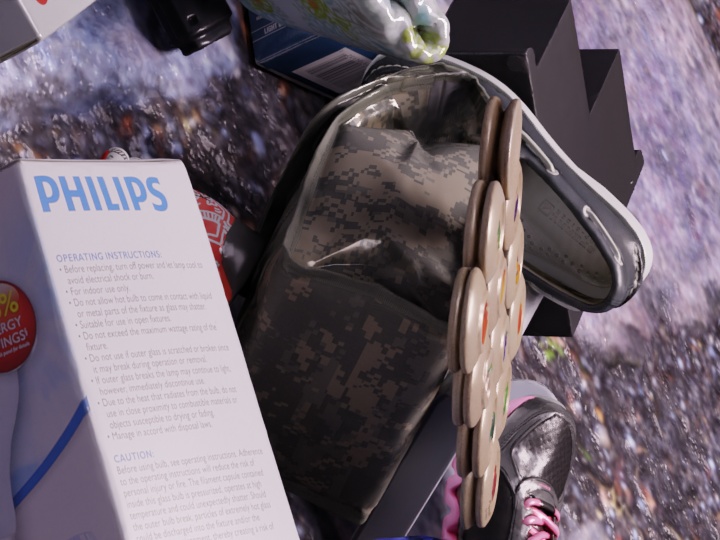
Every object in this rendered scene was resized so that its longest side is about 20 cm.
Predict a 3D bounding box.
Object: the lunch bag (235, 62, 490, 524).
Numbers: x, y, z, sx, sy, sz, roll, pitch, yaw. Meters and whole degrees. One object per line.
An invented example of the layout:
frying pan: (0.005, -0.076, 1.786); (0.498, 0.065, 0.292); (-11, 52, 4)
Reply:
lunch bag: (0.000, 0.000, 1.486); (0.117, 0.164, 0.200); (22, 42, -4)

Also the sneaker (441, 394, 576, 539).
sneaker: (0.084, 0.166, 1.526); (0.079, 0.095, 0.200); (29, 78, -40)

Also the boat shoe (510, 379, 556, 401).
boat shoe: (0.079, 0.164, 1.622); (0.066, 0.070, 0.200); (92, 4, -70)

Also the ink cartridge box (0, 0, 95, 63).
ink cartridge box: (-0.182, -0.195, 1.418); (0.147, 0.083, 0.200); (60, 32, -13)

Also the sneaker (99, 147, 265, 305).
sneaker: (-0.136, 0.029, 1.379); (0.108, 0.067, 0.201); (35, 55, -8)

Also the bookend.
bookend: (0.098, -0.096, 1.716); (0.199, 0.092, 0.200); (-62, 147, -50)

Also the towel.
towel: (-0.049, -0.201, 1.507); (0.048, 0.171, 0.200); (-42, 122, -13)

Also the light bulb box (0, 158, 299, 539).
light bulb box: (-0.153, 0.078, 1.180); (0.125, 0.198, 0.200); (-2, 72, -60)

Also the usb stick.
usb stick: (-0.129, -0.216, 1.563); (0.200, 0.033, 0.055); (64, 26, -8)

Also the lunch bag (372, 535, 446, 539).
lunch bag: (0.020, 0.212, 1.400); (0.200, 0.094, 0.151); (23, 76, -83)

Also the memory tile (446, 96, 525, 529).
memory tile: (0.065, 0.023, 1.389); (0.200, 0.017, 0.153); (82, 16, -56)

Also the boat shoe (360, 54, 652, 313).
boat shoe: (0.077, -0.052, 1.569); (0.200, 0.076, 0.060); (35, 24, 7)

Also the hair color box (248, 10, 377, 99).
hair color box: (-0.025, -0.210, 1.697); (0.100, 0.060, 0.200); (22, 54, -51)

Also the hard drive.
hard drive: (0.056, 0.072, 1.582); (0.027, 0.132, 0.200); (30, 33, 2)
